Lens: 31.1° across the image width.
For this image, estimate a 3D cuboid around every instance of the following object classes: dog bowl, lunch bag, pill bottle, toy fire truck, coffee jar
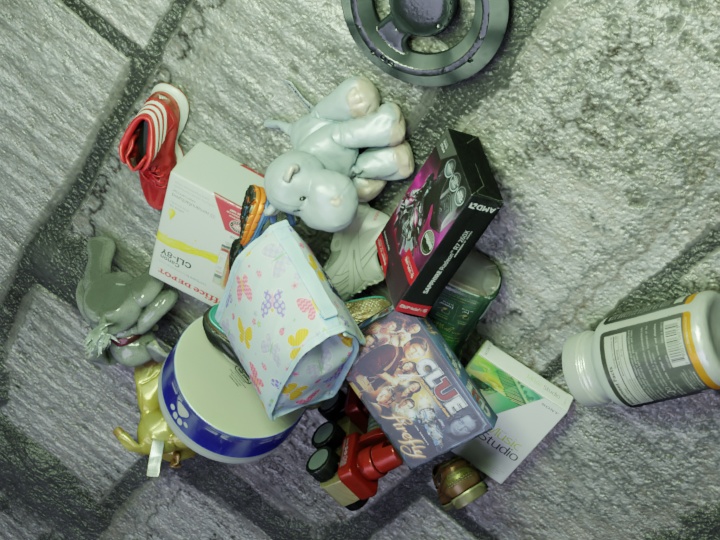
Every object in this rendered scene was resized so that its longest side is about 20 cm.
[{"bbox_3d":[-0.169,0.156,1.759,0.200,0.200,0.079,36,140,-1],"label":"dog bowl"},{"bbox_3d":[-0.081,0.058,1.592,0.170,0.127,0.200,57,150,24],"label":"lunch bag"},{"bbox_3d":[0.353,0.102,1.566,0.200,0.116,0.117,-19,115,39],"label":"pill bottle"},{"bbox_3d":[0.027,0.212,1.799,0.200,0.176,0.129,-27,120,28],"label":"toy fire truck"},{"bbox_3d":[0.104,0.061,1.695,0.104,0.085,0.200,24,134,0],"label":"coffee jar"}]

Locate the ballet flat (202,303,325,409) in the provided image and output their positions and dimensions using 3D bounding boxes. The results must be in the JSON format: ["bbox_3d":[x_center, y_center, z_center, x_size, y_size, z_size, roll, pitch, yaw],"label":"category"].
[{"bbox_3d":[-0.127,0.120,1.704,0.200,0.068,0.068,41,144,11],"label":"ballet flat"}]

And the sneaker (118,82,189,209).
[{"bbox_3d":[-0.288,-0.144,1.729,0.078,0.116,0.201,20,132,15],"label":"sneaker"}]

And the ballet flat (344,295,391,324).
[{"bbox_3d":[-0.052,0.083,1.722,0.199,0.065,0.071,-13,143,9],"label":"ballet flat"}]

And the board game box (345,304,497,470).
[{"bbox_3d":[0.066,0.145,1.661,0.135,0.035,0.200,-31,100,25],"label":"board game box"}]

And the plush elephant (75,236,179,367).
[{"bbox_3d":[-0.339,0.073,1.915,0.164,0.201,0.155,6,147,16],"label":"plush elephant"}]

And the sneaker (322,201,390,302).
[{"bbox_3d":[0.000,0.000,1.714,0.099,0.078,0.200,24,135,5],"label":"sneaker"}]

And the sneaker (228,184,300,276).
[{"bbox_3d":[-0.125,-0.020,1.667,0.078,0.076,0.200,9,136,-12],"label":"sneaker"}]

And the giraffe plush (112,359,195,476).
[{"bbox_3d":[-0.284,0.242,2.029,0.172,0.201,0.162,22,162,7],"label":"giraffe plush"}]

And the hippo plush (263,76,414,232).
[{"bbox_3d":[-0.043,-0.139,1.562,0.200,0.161,0.159,33,135,2],"label":"hippo plush"}]

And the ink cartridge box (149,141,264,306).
[{"bbox_3d":[-0.197,-0.052,1.775,0.145,0.083,0.200,27,134,6],"label":"ink cartridge box"}]

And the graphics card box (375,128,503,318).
[{"bbox_3d":[0.091,-0.056,1.559,0.051,0.126,0.200,14,130,-26],"label":"graphics card box"}]

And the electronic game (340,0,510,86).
[{"bbox_3d":[0.071,-0.302,1.450,0.199,0.042,0.201,11,123,17],"label":"electronic game"}]

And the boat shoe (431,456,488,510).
[{"bbox_3d":[0.139,0.297,1.844,0.068,0.072,0.200,58,170,9],"label":"boat shoe"}]

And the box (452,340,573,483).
[{"bbox_3d":[0.185,0.200,1.796,0.144,0.036,0.200,33,134,2],"label":"box"}]
